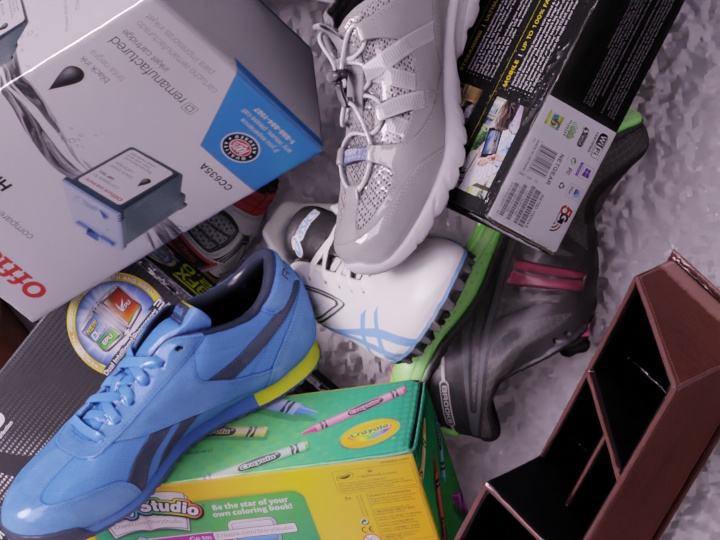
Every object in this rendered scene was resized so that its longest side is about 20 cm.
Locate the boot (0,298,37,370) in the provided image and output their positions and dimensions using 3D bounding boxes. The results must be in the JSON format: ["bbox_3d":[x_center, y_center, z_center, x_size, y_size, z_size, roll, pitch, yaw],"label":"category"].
[{"bbox_3d":[-0.271,0.058,1.554,0.068,0.200,0.189,38,145,33],"label":"boot"}]

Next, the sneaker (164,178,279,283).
[{"bbox_3d":[-0.144,-0.057,1.584,0.200,0.078,0.082,29,103,29],"label":"sneaker"}]

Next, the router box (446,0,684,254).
[{"bbox_3d":[0.090,-0.122,1.410,0.200,0.051,0.149,-63,31,1],"label":"router box"}]

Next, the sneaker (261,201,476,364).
[{"bbox_3d":[0.000,0.000,1.442,0.072,0.072,0.200,-60,20,-6],"label":"sneaker"}]

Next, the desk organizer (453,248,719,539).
[{"bbox_3d":[0.118,0.094,1.377,0.072,0.077,0.200,44,131,24],"label":"desk organizer"}]

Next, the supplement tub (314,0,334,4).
[{"bbox_3d":[-0.003,-0.241,1.473,0.145,0.145,0.201,17,96,30],"label":"supplement tub"}]

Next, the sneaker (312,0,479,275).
[{"bbox_3d":[0.005,-0.096,1.381,0.075,0.082,0.201,-14,63,55],"label":"sneaker"}]

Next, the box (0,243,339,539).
[{"bbox_3d":[-0.130,0.096,1.550,0.160,0.044,0.200,40,108,0],"label":"box"}]

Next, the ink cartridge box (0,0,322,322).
[{"bbox_3d":[-0.141,-0.080,1.438,0.200,0.146,0.086,-31,43,21],"label":"ink cartridge box"}]

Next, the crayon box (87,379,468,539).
[{"bbox_3d":[-0.049,0.130,1.463,0.199,0.119,0.058,-7,38,15],"label":"crayon box"}]

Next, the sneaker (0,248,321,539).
[{"bbox_3d":[-0.109,0.061,1.414,0.200,0.079,0.066,-37,42,-19],"label":"sneaker"}]

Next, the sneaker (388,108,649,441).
[{"bbox_3d":[0.094,0.002,1.453,0.084,0.077,0.200,33,102,-1],"label":"sneaker"}]
